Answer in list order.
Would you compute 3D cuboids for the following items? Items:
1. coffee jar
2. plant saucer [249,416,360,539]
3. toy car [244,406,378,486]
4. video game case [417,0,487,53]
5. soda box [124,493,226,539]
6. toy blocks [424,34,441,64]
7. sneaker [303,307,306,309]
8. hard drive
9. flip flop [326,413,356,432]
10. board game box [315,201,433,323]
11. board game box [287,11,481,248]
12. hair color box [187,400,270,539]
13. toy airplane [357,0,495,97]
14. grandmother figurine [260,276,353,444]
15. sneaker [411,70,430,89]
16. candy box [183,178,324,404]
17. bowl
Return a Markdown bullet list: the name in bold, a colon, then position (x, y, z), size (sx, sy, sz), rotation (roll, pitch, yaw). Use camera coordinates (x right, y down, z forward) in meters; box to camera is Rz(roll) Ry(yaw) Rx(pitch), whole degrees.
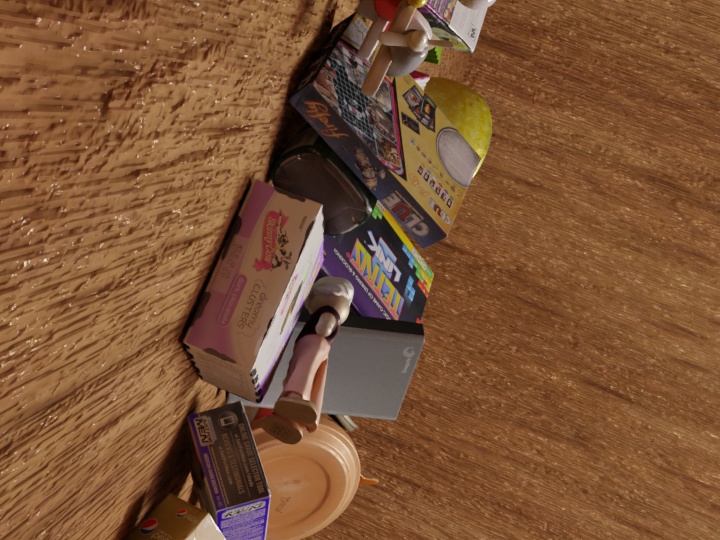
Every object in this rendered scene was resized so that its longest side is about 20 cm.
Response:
- **coffee jar**: position (-0.010, -0.133, 1.429), size (0.085, 0.104, 0.200), rotation (-25, -155, 37)
- **plant saucer**: position (-0.096, 0.260, 1.722), size (0.032, 0.200, 0.200), rotation (-114, -143, -53)
- **toy car**: position (-0.075, 0.247, 1.830), size (0.177, 0.200, 0.185), rotation (99, 14, -70)
- **video game case**: position (0.097, -0.355, 1.485), size (0.181, 0.036, 0.200), rotation (28, 77, -57)
- **soda box**: position (-0.152, 0.317, 1.414), size (0.068, 0.064, 0.200), rotation (-45, 130, -27)
- **toy blocks**: position (0.058, -0.315, 1.549), size (0.137, 0.100, 0.200), rotation (-40, 142, -62)
- **sneaker**: position (-0.060, 0.063, 1.686), size (0.081, 0.115, 0.200), rotation (101, 12, -61)
- **hard drive**: position (-0.041, 0.103, 1.584), size (0.033, 0.200, 0.140), rotation (-97, -162, -47)
- **flip flop**: position (-0.046, 0.119, 1.816), size (0.058, 0.200, 0.081), rotation (-27, -165, -14)
- **board game box**: position (0.000, 0.000, 1.645), size (0.200, 0.057, 0.165), rotation (52, 37, -31)
- **board game box**: position (0.028, -0.136, 1.376), size (0.035, 0.200, 0.136), rotation (-28, -156, 38)
- **hair color box**: position (-0.142, 0.229, 1.523), size (0.200, 0.065, 0.109), rotation (104, -31, -63)
- **toy airplane**: position (0.059, -0.263, 1.292), size (0.199, 0.141, 0.200), rotation (-42, 148, -68)
- **grandmother figurine**: position (-0.049, 0.084, 1.459), size (0.121, 0.061, 0.200), rotation (-43, -160, 43)
- **sneaker**: position (0.037, -0.210, 1.766), size (0.200, 0.081, 0.088), rotation (-8, 118, -84)
- **candy box**: position (-0.097, 0.025, 1.360), size (0.200, 0.071, 0.168), rotation (96, 17, -75)
- **bowl**: position (0.067, -0.186, 1.915), size (0.108, 0.200, 0.200), rotation (35, 72, -42)
